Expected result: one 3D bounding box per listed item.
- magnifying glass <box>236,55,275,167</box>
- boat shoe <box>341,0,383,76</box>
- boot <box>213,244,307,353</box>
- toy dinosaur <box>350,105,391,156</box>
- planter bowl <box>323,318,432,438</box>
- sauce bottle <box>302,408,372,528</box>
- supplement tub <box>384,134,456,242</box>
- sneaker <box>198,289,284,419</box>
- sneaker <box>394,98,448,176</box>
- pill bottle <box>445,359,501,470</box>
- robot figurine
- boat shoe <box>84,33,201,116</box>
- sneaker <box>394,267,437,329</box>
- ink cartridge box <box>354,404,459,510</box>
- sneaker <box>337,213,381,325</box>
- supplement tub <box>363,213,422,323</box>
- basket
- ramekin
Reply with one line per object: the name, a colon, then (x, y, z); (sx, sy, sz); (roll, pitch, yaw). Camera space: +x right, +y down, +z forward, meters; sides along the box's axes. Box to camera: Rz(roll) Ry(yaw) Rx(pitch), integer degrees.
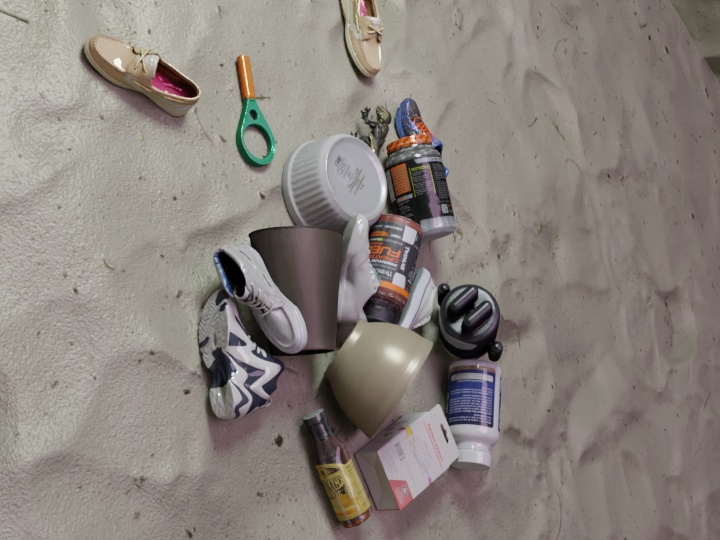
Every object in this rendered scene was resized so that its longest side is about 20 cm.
magnifying glass: (-0.195, -0.286, 1.564); (0.079, 0.022, 0.204); (-3, 79, -45)
boat shoe: (0.012, -0.505, 1.794); (0.073, 0.068, 0.204); (-9, 84, -46)
boot: (-0.165, 0.048, 1.378); (0.201, 0.073, 0.095); (54, 18, 12)
toy dinosaur: (0.020, -0.271, 1.760); (0.088, 0.047, 0.203); (38, 56, -38)
planter bowl: (0.019, 0.171, 1.532); (0.134, 0.201, 0.201); (35, 50, 1)
sauce bottle: (-0.044, 0.338, 1.491); (0.066, 0.065, 0.203); (-28, 95, -45)
supplement tub: (0.118, -0.164, 1.767); (0.121, 0.121, 0.204); (-5, 82, -45)
sneaker: (-0.184, 0.134, 1.406); (0.128, 0.079, 0.203); (5, 67, -51)
sneaker: (0.138, -0.272, 1.852); (0.075, 0.078, 0.204); (-24, 95, -46)
pill bottle: (0.225, 0.290, 1.740); (0.110, 0.110, 0.204); (25, 60, -37)
robot figurine: (0.217, 0.103, 1.737); (0.201, 0.122, 0.153); (80, 8, -66)
boat shoe: (-0.342, -0.322, 1.393); (0.198, 0.068, 0.075); (27, 60, -37)
sneaker: (0.107, 0.082, 1.714); (0.071, 0.072, 0.201); (46, 49, -18)
ink cartridge box: (0.091, 0.344, 1.620); (0.199, 0.067, 0.119); (-27, 97, -44)
sneaker: (0.000, 0.000, 1.558); (0.087, 0.075, 0.204); (9, 108, -11)
supplement tub: (0.050, 0.003, 1.648); (0.106, 0.106, 0.204); (26, 69, -36)
basket: (-0.102, 0.039, 1.481); (0.178, 0.135, 0.205); (3, 79, -39)
ramekin: (-0.039, -0.156, 1.619); (0.198, 0.104, 0.205); (16, 67, -41)
